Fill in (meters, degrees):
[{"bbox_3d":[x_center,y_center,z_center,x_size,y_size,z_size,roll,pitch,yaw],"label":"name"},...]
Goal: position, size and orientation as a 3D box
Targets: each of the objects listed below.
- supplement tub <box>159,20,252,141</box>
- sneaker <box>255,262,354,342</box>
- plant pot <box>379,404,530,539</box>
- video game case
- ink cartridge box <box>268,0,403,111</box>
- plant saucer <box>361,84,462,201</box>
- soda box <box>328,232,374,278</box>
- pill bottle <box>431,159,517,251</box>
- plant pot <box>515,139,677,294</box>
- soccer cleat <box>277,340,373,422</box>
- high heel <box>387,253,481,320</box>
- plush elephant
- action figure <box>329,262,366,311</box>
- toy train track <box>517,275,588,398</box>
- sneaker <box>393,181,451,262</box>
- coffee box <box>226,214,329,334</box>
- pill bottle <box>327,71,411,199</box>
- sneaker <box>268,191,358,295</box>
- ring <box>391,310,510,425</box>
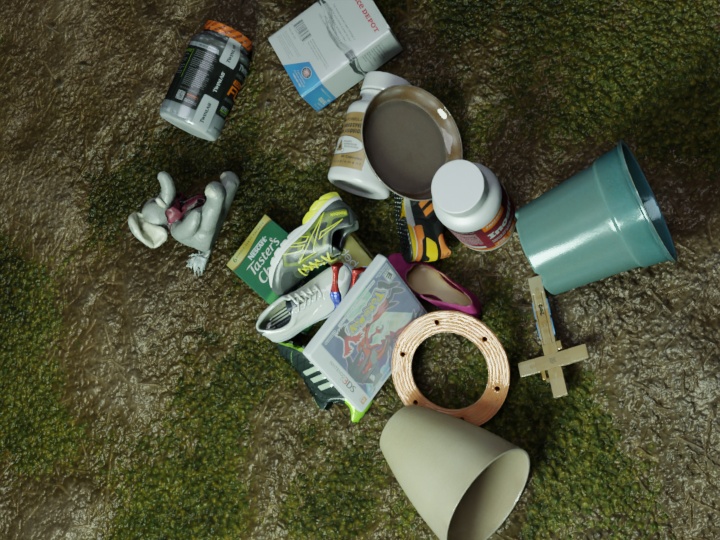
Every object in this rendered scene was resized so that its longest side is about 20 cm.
[{"bbox_3d":[-0.286,-0.357,1.886,0.122,0.122,0.202,23,87,23],"label":"supplement tub"},{"bbox_3d":[-0.091,0.057,1.689,0.200,0.071,0.073,-39,70,16],"label":"sneaker"},{"bbox_3d":[0.128,0.302,1.565,0.199,0.187,0.188,34,91,36],"label":"plant pot"},{"bbox_3d":[0.016,0.104,1.616,0.023,0.183,0.201,24,71,44],"label":"video game case"},{"bbox_3d":[-0.045,-0.413,1.828,0.199,0.084,0.146,-34,68,11],"label":"ink cartridge box"},{"bbox_3d":[0.082,-0.211,1.682,0.032,0.198,0.203,-24,64,58],"label":"plant saucer"},{"bbox_3d":[0.000,0.000,1.727,0.064,0.068,0.200,-43,67,7],"label":"soda box"},{"bbox_3d":[0.180,-0.106,1.611,0.112,0.200,0.114,-5,77,20],"label":"pill bottle"},{"bbox_3d":[0.356,-0.068,1.551,0.195,0.200,0.202,-25,70,21],"label":"plant pot"},{"bbox_3d":[-0.069,0.188,1.713,0.199,0.067,0.082,28,90,21],"label":"soccer cleat"},{"bbox_3d":[0.120,0.018,1.658,0.199,0.096,0.068,33,75,21],"label":"high heel"},{"bbox_3d":[-0.327,-0.107,1.824,0.153,0.165,0.202,23,112,-1],"label":"plush elephant"},{"bbox_3d":[-0.015,0.087,1.657,0.065,0.099,0.202,12,103,25],"label":"action figure"},{"bbox_3d":[0.304,0.107,1.612,0.114,0.032,0.202,-19,66,23],"label":"toy train track"},{"bbox_3d":[0.110,-0.105,1.720,0.089,0.070,0.202,2,64,-12],"label":"sneaker"},{"bbox_3d":[-0.134,0.006,1.789,0.200,0.044,0.123,41,94,23],"label":"coffee box"},{"bbox_3d":[0.023,-0.236,1.746,0.113,0.114,0.202,14,82,23],"label":"pill bottle"},{"bbox_3d":[-0.080,-0.035,1.688,0.084,0.074,0.201,38,99,26],"label":"sneaker"},{"bbox_3d":[0.146,0.161,1.626,0.198,0.019,0.203,5,104,20],"label":"ring"}]
